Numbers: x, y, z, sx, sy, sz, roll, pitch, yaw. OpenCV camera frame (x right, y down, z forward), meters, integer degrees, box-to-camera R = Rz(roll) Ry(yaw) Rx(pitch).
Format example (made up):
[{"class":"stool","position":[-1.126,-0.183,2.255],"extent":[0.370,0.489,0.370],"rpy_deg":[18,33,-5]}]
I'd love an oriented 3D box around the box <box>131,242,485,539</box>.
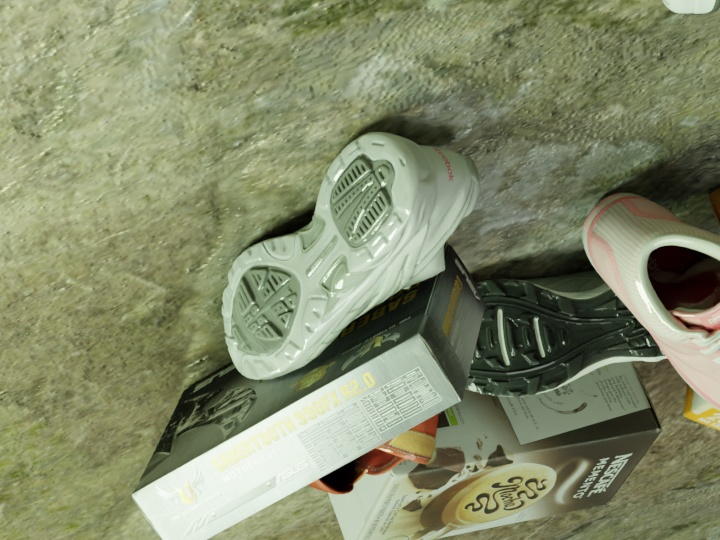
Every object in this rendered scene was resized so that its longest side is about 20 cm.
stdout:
[{"class":"box","position":[-0.027,0.073,1.494],"extent":[0.199,0.048,0.159],"rpy_deg":[-30,-168,17]}]

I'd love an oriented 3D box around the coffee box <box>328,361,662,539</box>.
[{"class":"coffee box","position":[0.085,0.116,1.715],"extent":[0.199,0.080,0.113],"rpy_deg":[-9,150,-22]}]

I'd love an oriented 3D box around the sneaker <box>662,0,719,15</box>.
[{"class":"sneaker","position":[0.105,-0.181,1.209],"extent":[0.115,0.076,0.201],"rpy_deg":[-16,146,9]}]

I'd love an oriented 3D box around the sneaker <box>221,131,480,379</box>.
[{"class":"sneaker","position":[0.000,0.000,1.450],"extent":[0.099,0.078,0.200],"rpy_deg":[0,148,-44]}]

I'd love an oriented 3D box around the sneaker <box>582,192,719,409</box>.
[{"class":"sneaker","position":[0.220,0.036,1.533],"extent":[0.200,0.105,0.075],"rpy_deg":[42,90,-17]}]

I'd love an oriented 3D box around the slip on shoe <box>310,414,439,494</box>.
[{"class":"slip on shoe","position":[-0.027,0.113,1.619],"extent":[0.199,0.062,0.074],"rpy_deg":[-19,153,41]}]

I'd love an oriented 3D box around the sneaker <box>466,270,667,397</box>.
[{"class":"sneaker","position":[0.128,0.036,1.613],"extent":[0.199,0.075,0.079],"rpy_deg":[-8,180,-10]}]

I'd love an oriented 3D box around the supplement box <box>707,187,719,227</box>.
[{"class":"supplement box","position":[0.320,-0.057,1.579],"extent":[0.199,0.069,0.067],"rpy_deg":[-26,150,16]}]

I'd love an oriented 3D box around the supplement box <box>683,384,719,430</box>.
[{"class":"supplement box","position":[0.321,0.060,1.691],"extent":[0.125,0.074,0.200],"rpy_deg":[22,152,-19]}]
